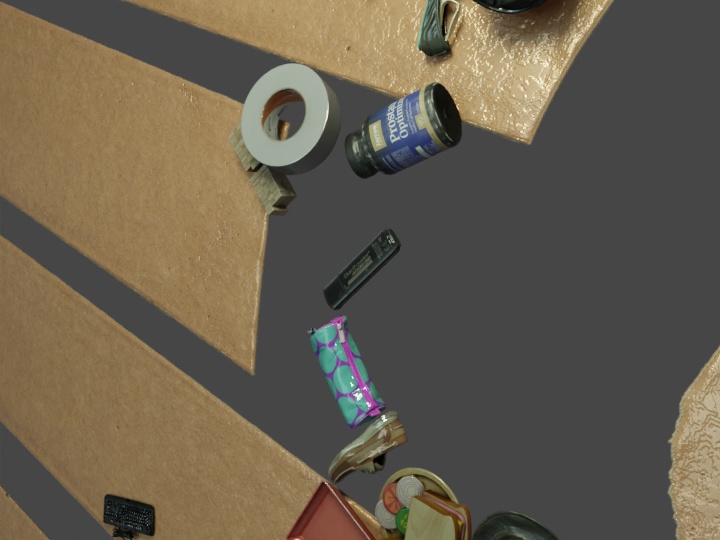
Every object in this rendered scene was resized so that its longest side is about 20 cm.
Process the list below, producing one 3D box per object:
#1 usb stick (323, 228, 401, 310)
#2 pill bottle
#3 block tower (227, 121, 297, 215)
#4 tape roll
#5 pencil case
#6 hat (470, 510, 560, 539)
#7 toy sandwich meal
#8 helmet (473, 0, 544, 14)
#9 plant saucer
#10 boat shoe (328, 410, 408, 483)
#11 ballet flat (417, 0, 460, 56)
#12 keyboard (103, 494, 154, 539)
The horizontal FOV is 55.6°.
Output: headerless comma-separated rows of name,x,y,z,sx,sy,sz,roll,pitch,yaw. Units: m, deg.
usb stick,0.000,0.000,1.306,0.200,0.032,0.056,-44,61,27
pill bottle,0.072,-0.237,1.202,0.196,0.111,0.115,-20,81,32
block tower,-0.203,-0.213,1.424,0.057,0.053,0.203,-37,72,29
tape roll,-0.137,-0.295,1.342,0.195,0.066,0.207,-4,79,22
pencil case,-0.025,0.192,1.297,0.204,0.083,0.093,64,149,14
hat,0.257,0.502,1.106,0.195,0.080,0.207,4,98,27
toy sandwich meal,0.104,0.459,1.226,0.200,0.070,0.212,1,92,34
helmet,0.234,-0.515,1.033,0.195,0.201,0.195,2,59,33
plant saucer,-0.043,0.541,1.338,0.200,0.036,0.202,45,122,24
boat shoe,0.013,0.349,1.285,0.200,0.075,0.072,-48,69,27
ballet flat,0.144,-0.476,1.178,0.067,0.068,0.206,11,108,23
keyboard,-0.597,0.636,1.730,0.195,0.039,0.108,-3,89,35
